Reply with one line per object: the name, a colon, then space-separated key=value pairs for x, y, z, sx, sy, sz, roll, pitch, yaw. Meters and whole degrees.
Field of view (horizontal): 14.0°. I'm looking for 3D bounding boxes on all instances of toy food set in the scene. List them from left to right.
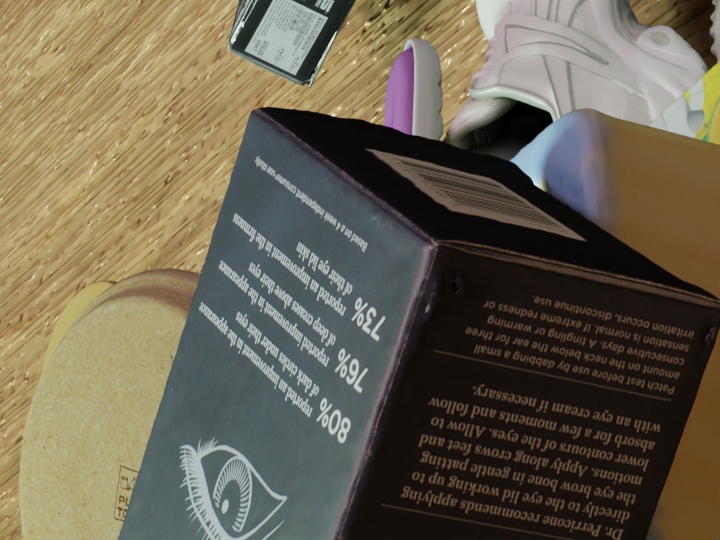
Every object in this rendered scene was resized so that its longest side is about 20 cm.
toy food set: x=-0.082 y=0.099 z=1.267 sx=0.200 sy=0.049 sz=0.198 roll=-8 pitch=84 yaw=46

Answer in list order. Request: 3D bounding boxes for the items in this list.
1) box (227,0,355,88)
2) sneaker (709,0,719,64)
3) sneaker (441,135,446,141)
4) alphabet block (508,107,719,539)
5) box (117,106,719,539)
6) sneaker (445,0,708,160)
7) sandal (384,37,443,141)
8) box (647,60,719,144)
box: x=0.001 y=-0.216 z=1.500 sx=0.200 sy=0.050 sz=0.158 roll=-59 pitch=12 yaw=32
sneaker: x=0.187 y=-0.158 z=1.149 sx=0.099 sy=0.069 sz=0.200 roll=-30 pitch=56 yaw=47
sneaker: x=0.060 y=-0.045 z=1.330 sx=0.200 sy=0.075 sz=0.071 roll=-15 pitch=66 yaw=60
alphabet block: x=0.116 y=0.084 z=1.026 sx=0.196 sy=0.200 sz=0.196 roll=-40 pitch=44 yaw=50
box: x=0.007 y=0.069 z=0.906 sx=0.148 sy=0.104 sz=0.200 roll=41 pitch=115 yaw=60
sneaker: x=0.074 y=-0.078 z=1.201 sx=0.200 sy=0.099 sz=0.078 roll=-127 pitch=19 yaw=-61
sandal: x=0.001 y=-0.002 z=1.190 sx=0.082 sy=0.050 sz=0.203 roll=125 pitch=153 yaw=-73
box: x=0.160 y=-0.035 z=1.082 sx=0.200 sy=0.117 sz=0.048 roll=-47 pitch=50 yaw=46
